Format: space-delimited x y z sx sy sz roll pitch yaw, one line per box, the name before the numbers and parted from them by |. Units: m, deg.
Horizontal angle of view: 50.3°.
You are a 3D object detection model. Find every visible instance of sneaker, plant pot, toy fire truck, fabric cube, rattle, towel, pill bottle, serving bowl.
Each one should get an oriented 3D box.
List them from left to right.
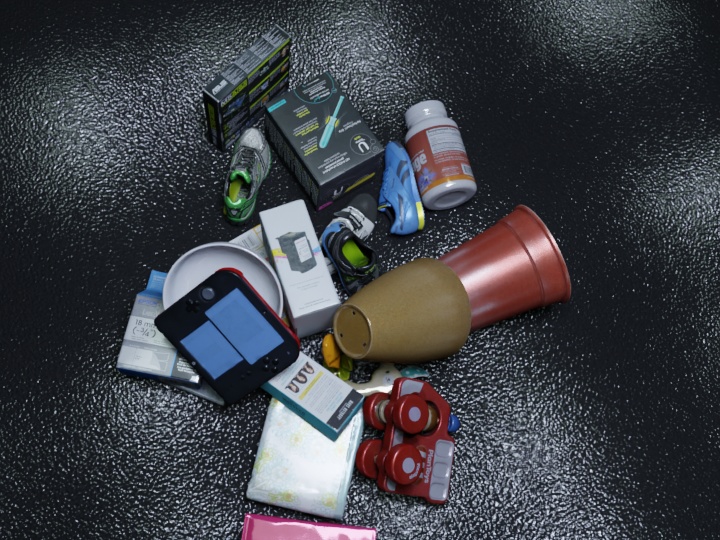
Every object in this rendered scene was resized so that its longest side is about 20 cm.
serving bowl | -0.227 0.042 1.294 0.200 0.066 0.200 0 107 1
sneaker | -0.218 -0.191 1.483 0.078 0.085 0.200 7 69 -3
fabric cube | -0.089 0.491 1.190 0.199 0.200 0.197 6 70 -2
towel | -0.091 0.315 1.335 0.171 0.048 0.200 13 69 2
sneaker | -0.026 -0.076 1.462 0.074 0.089 0.200 30 68 6
sneaker | 0.000 -0.001 1.402 0.071 0.083 0.200 -43 124 -15
rattle | 0.035 0.166 1.356 0.200 0.143 0.130 26 54 9
plant pot | 0.056 0.085 1.312 0.200 0.186 0.187 -14 69 -44
sneaker | 0.066 -0.165 1.513 0.078 0.066 0.200 -9 72 -12
toy fire truck | 0.095 0.292 1.325 0.168 0.112 0.200 19 74 -32
pill bottle | 0.152 -0.230 1.523 0.112 0.112 0.200 -11 71 -10
plant pot | 0.248 0.010 1.415 0.195 0.201 0.201 -25 75 -5

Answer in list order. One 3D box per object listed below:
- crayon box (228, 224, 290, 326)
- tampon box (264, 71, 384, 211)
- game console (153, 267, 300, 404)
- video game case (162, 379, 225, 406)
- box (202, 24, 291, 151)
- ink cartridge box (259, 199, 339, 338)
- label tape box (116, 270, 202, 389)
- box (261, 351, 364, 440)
crayon box | -0.159 0.013 1.433 0.126 0.052 0.200 -31 76 -16
tampon box | -0.074 -0.250 1.497 0.150 0.126 0.200 -31 77 -15
game console | -0.216 0.109 1.266 0.177 0.031 0.200 -36 103 12
video game case | -0.309 0.143 1.387 0.200 0.019 0.143 22 70 1
box | -0.216 -0.348 1.482 0.047 0.193 0.200 39 72 10
ink cartridge box | -0.108 0.000 1.338 0.083 0.146 0.200 -17 72 -10
label tape box | -0.332 0.095 1.359 0.144 0.063 0.200 11 70 -3
box | -0.098 0.200 1.328 0.200 0.049 0.082 34 61 14
